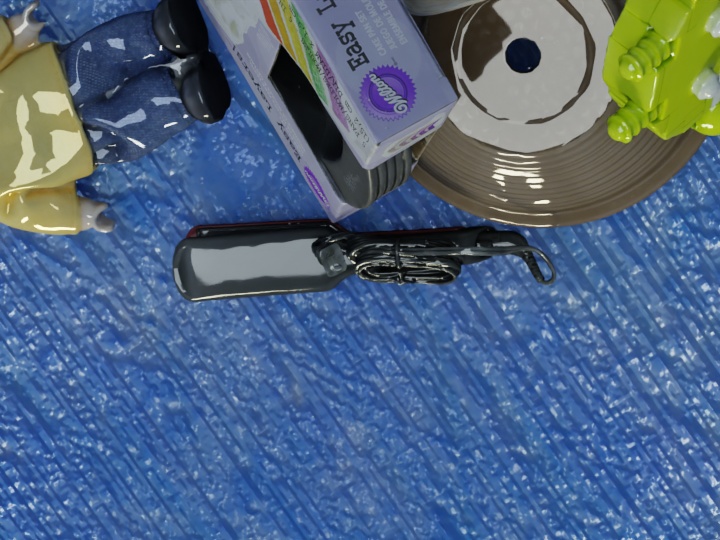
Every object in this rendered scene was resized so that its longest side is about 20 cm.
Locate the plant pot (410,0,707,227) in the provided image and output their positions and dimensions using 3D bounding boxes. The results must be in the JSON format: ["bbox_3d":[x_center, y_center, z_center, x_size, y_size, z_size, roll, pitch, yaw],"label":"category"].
[{"bbox_3d":[0.086,-0.113,1.395,0.200,0.093,0.202,2,104,8],"label":"plant pot"}]

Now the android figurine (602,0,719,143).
[{"bbox_3d":[0.182,-0.135,1.319,0.041,0.200,0.182,38,150,21],"label":"android figurine"}]

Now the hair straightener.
[{"bbox_3d":[0.000,0.000,1.443,0.199,0.077,0.041,2,102,9],"label":"hair straightener"}]

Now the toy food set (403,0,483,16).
[{"bbox_3d":[0.083,-0.216,1.330,0.199,0.060,0.144,-18,72,-9],"label":"toy food set"}]

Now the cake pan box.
[{"bbox_3d":[-0.029,-0.127,1.347,0.052,0.184,0.200,-30,86,-9],"label":"cake pan box"}]

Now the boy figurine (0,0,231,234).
[{"bbox_3d":[-0.168,-0.072,1.462,0.199,0.064,0.125,-22,99,15],"label":"boy figurine"}]
